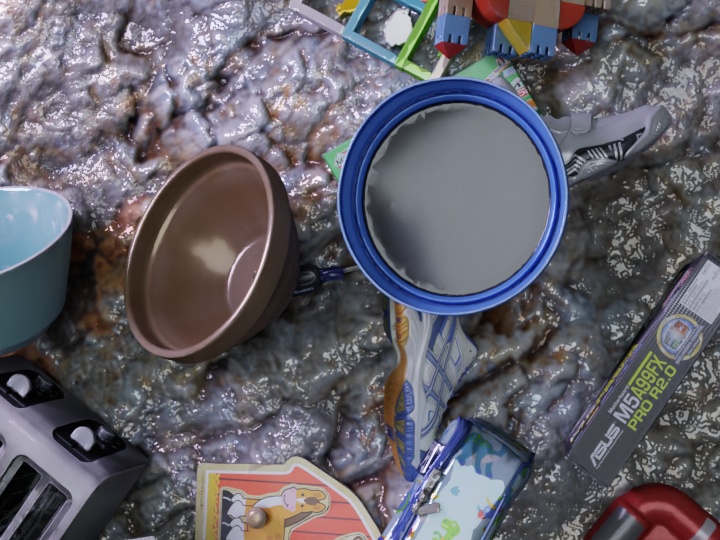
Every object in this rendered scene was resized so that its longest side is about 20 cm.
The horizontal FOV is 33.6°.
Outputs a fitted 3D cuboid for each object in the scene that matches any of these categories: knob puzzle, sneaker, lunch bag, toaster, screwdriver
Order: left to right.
[{"bbox_3d":[-0.333,0.205,1.130,0.180,0.119,0.201,36,93,11],"label":"toaster"},{"bbox_3d":[-0.064,0.277,1.122,0.216,0.030,0.223,-1,85,10],"label":"knob puzzle"},{"bbox_3d":[0.000,0.000,1.139,0.197,0.028,0.029,-9,114,3],"label":"screwdriver"},{"bbox_3d":[0.070,0.094,1.090,0.087,0.075,0.203,-3,101,-19],"label":"sneaker"},{"bbox_3d":[0.078,0.208,1.015,0.082,0.200,0.162,30,92,11],"label":"lunch bag"},{"bbox_3d":[0.169,-0.127,1.059,0.198,0.075,0.116,-26,84,6],"label":"sneaker"}]

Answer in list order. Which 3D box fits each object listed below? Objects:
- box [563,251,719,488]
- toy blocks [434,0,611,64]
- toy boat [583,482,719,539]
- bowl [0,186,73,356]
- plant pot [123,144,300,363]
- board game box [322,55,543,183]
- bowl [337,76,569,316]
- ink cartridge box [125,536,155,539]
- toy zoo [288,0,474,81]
[{"bbox_3d":[0.246,0.084,1.016,0.044,0.160,0.201,34,93,9],"label":"box"},{"bbox_3d":[0.151,-0.252,1.085,0.197,0.100,0.139,7,89,-14],"label":"toy blocks"},{"bbox_3d":[0.281,0.280,1.009,0.199,0.131,0.131,40,93,11],"label":"toy boat"},{"bbox_3d":[-0.358,0.011,1.128,0.197,0.202,0.106,-3,119,10],"label":"bowl"},{"bbox_3d":[-0.122,-0.005,1.103,0.199,0.092,0.204,-20,58,35],"label":"plant pot"},{"bbox_3d":[0.082,-0.100,1.118,0.198,0.029,0.136,-30,81,2],"label":"board game box"},{"bbox_3d":[0.079,-0.063,1.022,0.197,0.039,0.204,0,89,12],"label":"bowl"},{"bbox_3d":[-0.202,0.302,1.067,0.146,0.076,0.202,-9,115,15],"label":"ink cartridge box"},{"bbox_3d":[0.020,-0.279,1.154,0.198,0.020,0.132,30,91,10],"label":"toy zoo"}]
